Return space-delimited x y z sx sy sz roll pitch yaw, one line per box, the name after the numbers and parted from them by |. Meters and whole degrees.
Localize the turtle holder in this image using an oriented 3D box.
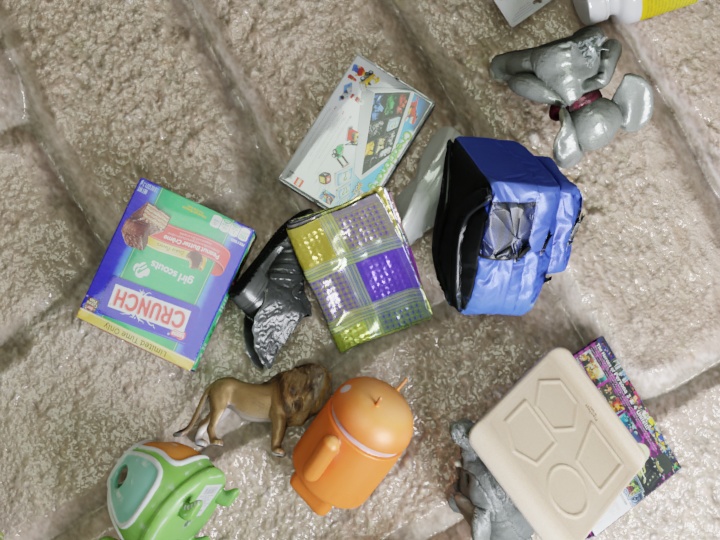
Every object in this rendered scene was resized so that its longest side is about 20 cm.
-0.255 0.300 1.615 0.131 0.140 0.187 38 125 19 | turtle holder

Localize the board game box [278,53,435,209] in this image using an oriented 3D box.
-0.004 -0.170 1.703 0.125 0.035 0.201 32 85 4 | board game box

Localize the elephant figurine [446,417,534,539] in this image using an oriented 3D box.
0.163 0.273 1.565 0.154 0.200 0.143 21 85 9 | elephant figurine

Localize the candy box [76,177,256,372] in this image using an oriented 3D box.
-0.250 0.007 1.664 0.168 0.077 0.202 24 85 2 | candy box

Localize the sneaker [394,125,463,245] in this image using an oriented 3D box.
0.096 -0.084 1.682 0.088 0.075 0.201 32 90 -21 | sneaker

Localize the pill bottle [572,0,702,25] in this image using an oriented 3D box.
0.381 -0.392 1.689 0.198 0.111 0.113 -18 84 -2 | pill bottle

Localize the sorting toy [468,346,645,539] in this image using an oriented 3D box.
0.235 0.215 1.532 0.199 0.036 0.186 -36 89 -38 | sorting toy

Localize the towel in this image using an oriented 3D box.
0.000 0.000 1.642 0.142 0.023 0.202 -19 112 5 | towel

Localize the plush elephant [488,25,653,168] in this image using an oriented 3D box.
0.283 -0.224 1.654 0.163 0.200 0.157 -19 102 -9 | plush elephant

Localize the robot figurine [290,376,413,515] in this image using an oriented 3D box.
-0.009 0.215 1.600 0.143 0.117 0.201 19 121 -28 | robot figurine

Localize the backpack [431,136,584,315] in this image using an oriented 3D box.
0.181 -0.042 1.604 0.166 0.163 0.202 5 116 -13 | backpack

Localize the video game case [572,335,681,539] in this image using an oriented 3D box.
0.294 0.208 1.617 0.180 0.036 0.201 -27 84 -34 | video game case

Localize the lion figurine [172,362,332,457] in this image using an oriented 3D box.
-0.138 0.172 1.649 0.197 0.073 0.124 7 76 5 | lion figurine

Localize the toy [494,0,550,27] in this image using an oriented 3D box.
0.184 -0.435 1.723 0.115 0.047 0.201 -35 95 -15 | toy

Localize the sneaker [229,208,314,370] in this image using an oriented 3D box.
-0.098 0.023 1.670 0.104 0.060 0.200 47 65 -19 | sneaker

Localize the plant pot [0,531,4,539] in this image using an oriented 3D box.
-0.543 0.244 1.595 0.198 0.201 0.187 -3 72 0 | plant pot
